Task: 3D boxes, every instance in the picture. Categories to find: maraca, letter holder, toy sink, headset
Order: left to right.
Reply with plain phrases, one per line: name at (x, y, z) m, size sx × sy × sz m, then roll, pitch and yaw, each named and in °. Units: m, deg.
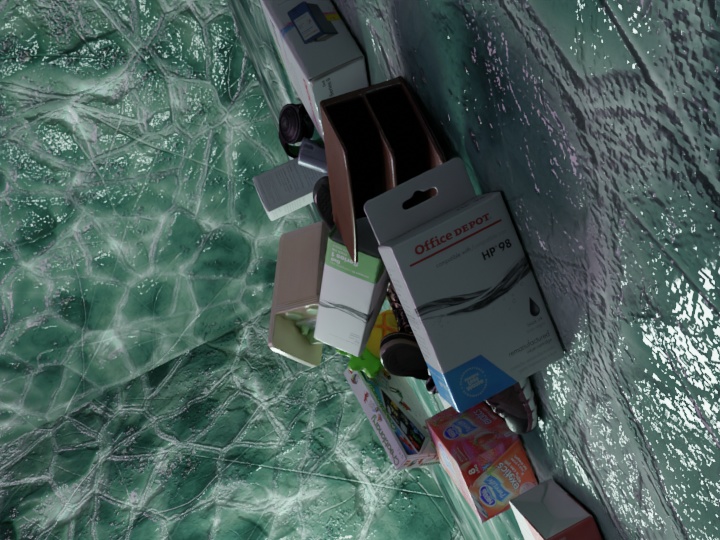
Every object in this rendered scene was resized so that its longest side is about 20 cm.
headset at (-0.078, -0.255, 1.117) m, size 0.095 × 0.121 × 0.201 m, roll 60°, pitch 166°, yaw 21°
toy sink at (-0.067, 0.044, 1.099) m, size 0.129 × 0.110 × 0.206 m, roll 32°, pitch -126°, yaw -45°
letter holder at (0.028, -0.083, 0.742) m, size 0.202 × 0.098 × 0.145 m, roll 86°, pitch 164°, yaw -56°
maraca at (0.052, 0.131, 1.157) m, size 0.137 × 0.195 × 0.110 m, roll 44°, pitch 137°, yaw 44°

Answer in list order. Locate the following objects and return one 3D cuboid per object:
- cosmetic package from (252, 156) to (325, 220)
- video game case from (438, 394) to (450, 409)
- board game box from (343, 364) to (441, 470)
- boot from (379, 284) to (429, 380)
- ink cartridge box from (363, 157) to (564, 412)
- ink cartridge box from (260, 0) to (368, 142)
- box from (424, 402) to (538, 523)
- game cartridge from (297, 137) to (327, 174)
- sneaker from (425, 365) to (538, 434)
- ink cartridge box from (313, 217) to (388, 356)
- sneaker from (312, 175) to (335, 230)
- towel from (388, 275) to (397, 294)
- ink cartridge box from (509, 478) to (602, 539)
cosmetic package at (-0.094, -0.170, 1.198) m, size 0.076 × 0.196 × 0.102 m, roll 63°, pitch 173°, yaw 2°
video game case at (0.204, 0.298, 1.248) m, size 0.201 × 0.022 × 0.186 m, roll 87°, pitch 159°, yaw -73°
board game box at (0.063, 0.247, 1.133) m, size 0.124 × 0.035 × 0.202 m, roll 12°, pitch -144°, yaw -45°
boot at (0.075, 0.088, 1.042) m, size 0.198 × 0.072 × 0.154 m, roll 24°, pitch -137°, yaw -52°
ink cartridge box at (0.092, 0.008, 0.599) m, size 0.067 × 0.113 × 0.205 m, roll -154°, pitch 39°, yaw -81°
ink cartridge box at (-0.061, -0.299, 0.921) m, size 0.146 × 0.086 × 0.203 m, roll 73°, pitch 172°, yaw -62°
box at (0.178, 0.278, 0.992) m, size 0.200 × 0.100 × 0.097 m, roll -143°, pitch 28°, yaw -81°
game cartridge at (-0.035, -0.171, 1.028) m, size 0.200 × 0.129 × 0.042 m, roll -107°, pitch 32°, yaw -76°
sneaker at (0.130, 0.125, 0.731) m, size 0.076 × 0.113 × 0.204 m, roll -124°, pitch 11°, yaw -56°
ink cartridge box at (0.000, 0.000, 0.950) m, size 0.147 × 0.082 × 0.203 m, roll -63°, pitch -11°, yaw -47°
sneaker at (-0.015, -0.104, 1.046) m, size 0.197 × 0.077 × 0.115 m, roll 26°, pitch -159°, yaw -41°
towel at (0.090, 0.021, 0.838) m, size 0.202 × 0.022 × 0.147 m, roll -119°, pitch 32°, yaw -47°
ink cartridge box at (0.260, 0.372, 0.776) m, size 0.116 × 0.066 × 0.205 m, roll -160°, pitch 46°, yaw -82°
